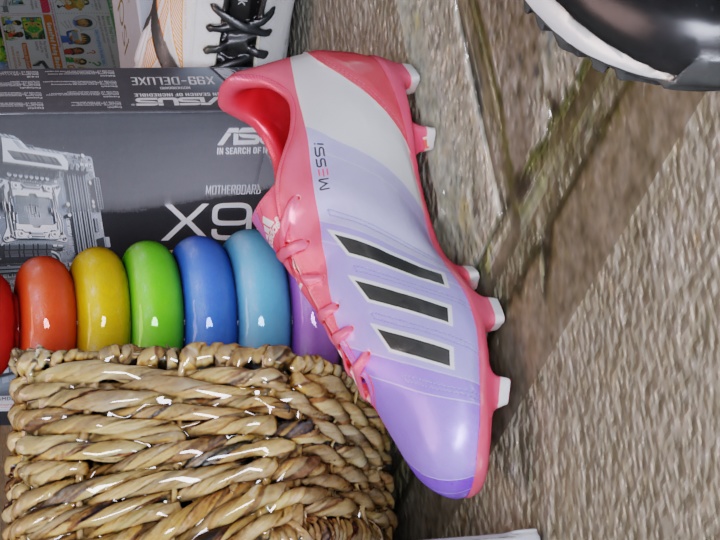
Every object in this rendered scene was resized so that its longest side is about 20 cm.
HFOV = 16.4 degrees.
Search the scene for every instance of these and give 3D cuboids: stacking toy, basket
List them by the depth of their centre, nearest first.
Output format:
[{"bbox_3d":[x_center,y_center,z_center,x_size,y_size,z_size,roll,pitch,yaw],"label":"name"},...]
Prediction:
[{"bbox_3d":[-0.056,0.125,0.972,0.200,0.141,0.150,77,-167,-69],"label":"basket"},{"bbox_3d":[-0.091,0.022,1.007,0.085,0.198,0.086,178,90,-77],"label":"stacking toy"}]

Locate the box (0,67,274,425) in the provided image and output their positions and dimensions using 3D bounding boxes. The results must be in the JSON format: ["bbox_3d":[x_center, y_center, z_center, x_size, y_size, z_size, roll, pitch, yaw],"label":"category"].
[{"bbox_3d":[-0.120,-0.010,1.120,0.050,0.198,0.159,-111,23,-59],"label":"box"}]

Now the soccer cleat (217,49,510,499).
[{"bbox_3d":[0.000,0.000,0.902,0.067,0.076,0.201,105,157,-49],"label":"soccer cleat"}]

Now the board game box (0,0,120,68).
[{"bbox_3d":[-0.237,-0.134,1.538,0.148,0.198,0.065,-108,20,-45],"label":"board game box"}]

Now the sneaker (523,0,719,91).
[{"bbox_3d":[0.066,-0.135,0.630,0.090,0.069,0.201,98,164,-46],"label":"sneaker"}]

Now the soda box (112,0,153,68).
[{"bbox_3d":[-0.092,-0.168,1.247,0.068,0.063,0.202,120,143,-64],"label":"soda box"}]

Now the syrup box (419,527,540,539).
[{"bbox_3d":[0.026,0.195,0.841,0.081,0.078,0.202,135,130,-70],"label":"syrup box"}]

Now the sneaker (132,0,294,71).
[{"bbox_3d":[-0.066,-0.109,1.140,0.080,0.073,0.202,-146,54,-69],"label":"sneaker"}]
